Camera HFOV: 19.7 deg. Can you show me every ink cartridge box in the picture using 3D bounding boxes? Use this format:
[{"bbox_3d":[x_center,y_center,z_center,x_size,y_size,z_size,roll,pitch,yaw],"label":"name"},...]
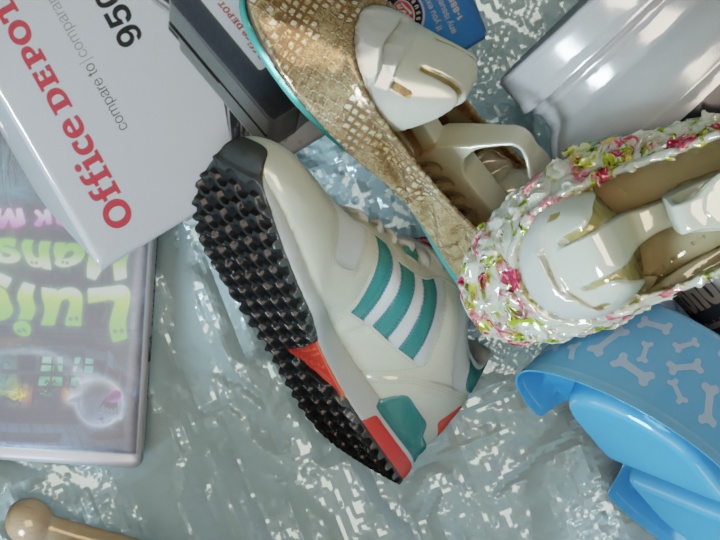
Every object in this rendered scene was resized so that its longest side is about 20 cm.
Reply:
[{"bbox_3d":[-0.069,-0.117,0.879,0.200,0.084,0.145,-32,120,-8],"label":"ink cartridge box"}]

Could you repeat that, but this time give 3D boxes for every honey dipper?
[{"bbox_3d":[-0.067,0.140,0.951,0.200,0.038,0.038,15,92,-1],"label":"honey dipper"}]

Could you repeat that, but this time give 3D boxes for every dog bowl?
[{"bbox_3d":[0.146,0.077,0.893,0.050,0.111,0.200,-57,136,-15],"label":"dog bowl"}]

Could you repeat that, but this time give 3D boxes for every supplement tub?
[{"bbox_3d":[0.170,-0.049,0.874,0.140,0.140,0.200,-44,92,0],"label":"supplement tub"}]

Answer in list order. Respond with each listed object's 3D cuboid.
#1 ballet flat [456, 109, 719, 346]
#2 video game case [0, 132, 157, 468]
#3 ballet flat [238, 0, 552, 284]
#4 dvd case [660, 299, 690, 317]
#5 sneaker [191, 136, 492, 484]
[{"bbox_3d":[0.116,-0.022,0.788,0.200,0.064,0.076,-27,93,25],"label":"ballet flat"},{"bbox_3d":[-0.193,-0.006,0.949,0.200,0.023,0.182,4,92,-2],"label":"video game case"},{"bbox_3d":[0.033,-0.059,0.851,0.065,0.071,0.200,-18,129,37],"label":"ballet flat"},{"bbox_3d":[0.223,-0.046,0.958,0.200,0.025,0.151,-9,92,0],"label":"dvd case"},{"bbox_3d":[0.000,0.000,0.898,0.093,0.070,0.200,-43,133,-19],"label":"sneaker"}]
